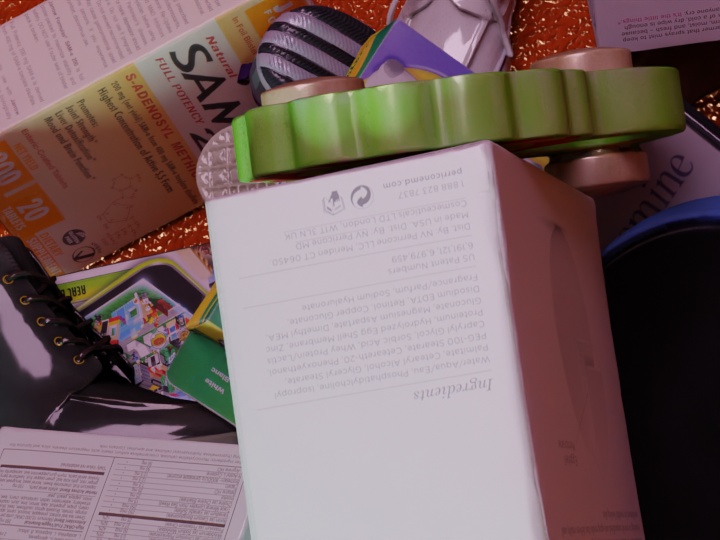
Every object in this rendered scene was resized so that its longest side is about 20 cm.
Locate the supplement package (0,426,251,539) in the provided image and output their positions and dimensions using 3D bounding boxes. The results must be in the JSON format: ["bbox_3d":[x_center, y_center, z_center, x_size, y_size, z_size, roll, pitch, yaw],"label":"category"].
[{"bbox_3d":[-0.097,0.195,1.125,0.150,0.152,0.200,2,60,30],"label":"supplement package"}]

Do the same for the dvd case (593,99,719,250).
[{"bbox_3d":[0.169,0.031,1.148,0.200,0.018,0.143,41,111,23],"label":"dvd case"}]

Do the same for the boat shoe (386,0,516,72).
[{"bbox_3d":[0.052,-0.158,1.335,0.074,0.086,0.202,11,64,26],"label":"boat shoe"}]

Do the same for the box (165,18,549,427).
[{"bbox_3d":[0.006,-0.003,1.185,0.117,0.048,0.200,34,77,-9],"label":"box"}]

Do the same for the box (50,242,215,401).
[{"bbox_3d":[-0.107,0.050,1.260,0.200,0.035,0.110,-12,82,21],"label":"box"}]

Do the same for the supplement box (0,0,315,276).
[{"bbox_3d":[-0.112,-0.093,1.334,0.200,0.126,0.074,-28,52,4],"label":"supplement box"}]

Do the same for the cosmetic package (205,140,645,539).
[{"bbox_3d":[0.035,0.067,1.039,0.123,0.199,0.201,-12,81,16],"label":"cosmetic package"}]

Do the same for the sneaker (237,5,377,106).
[{"bbox_3d":[0.033,-0.064,1.270,0.200,0.088,0.075,33,76,-10],"label":"sneaker"}]

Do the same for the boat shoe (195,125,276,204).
[{"bbox_3d":[0.000,0.000,1.272,0.200,0.062,0.075,42,98,21],"label":"boat shoe"}]

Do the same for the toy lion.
[{"bbox_3d":[0.044,-0.060,1.058,0.199,0.192,0.069,-7,89,-12],"label":"toy lion"}]

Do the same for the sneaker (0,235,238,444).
[{"bbox_3d":[-0.141,0.038,1.215,0.199,0.075,0.107,4,85,19],"label":"sneaker"}]

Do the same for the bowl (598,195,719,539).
[{"bbox_3d":[0.164,0.067,1.118,0.200,0.039,0.201,1,92,29],"label":"bowl"}]

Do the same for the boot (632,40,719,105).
[{"bbox_3d":[0.240,-0.099,1.243,0.200,0.064,0.187,27,70,28],"label":"boot"}]

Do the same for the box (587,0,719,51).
[{"bbox_3d":[0.197,-0.206,1.184,0.199,0.177,0.097,-9,41,4],"label":"box"}]
